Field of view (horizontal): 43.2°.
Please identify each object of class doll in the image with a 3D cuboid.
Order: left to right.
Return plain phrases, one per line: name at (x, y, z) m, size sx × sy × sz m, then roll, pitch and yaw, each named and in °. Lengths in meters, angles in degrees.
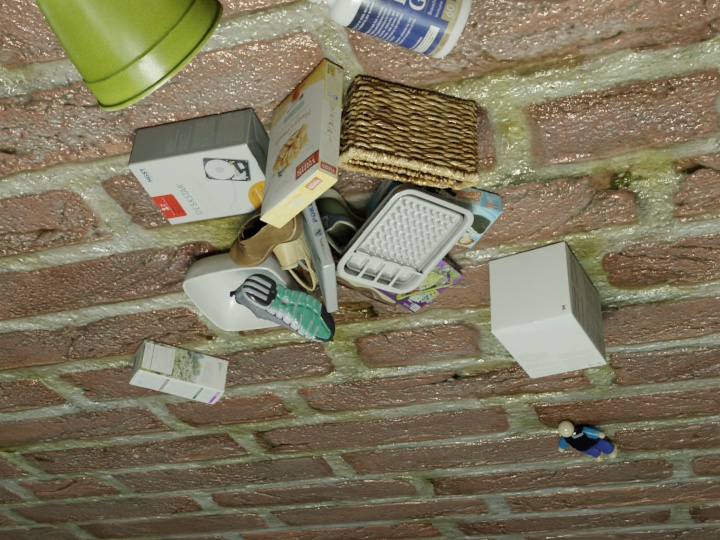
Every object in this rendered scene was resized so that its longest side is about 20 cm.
doll at (0.552, 0.424, 2.257) m, size 0.136 × 0.049 × 0.199 m, roll -26°, pitch 137°, yaw 34°

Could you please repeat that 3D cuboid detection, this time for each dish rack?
dish rack at (0.068, -0.055, 1.463) m, size 0.170 × 0.044 × 0.200 m, roll 17°, pitch 128°, yaw -35°

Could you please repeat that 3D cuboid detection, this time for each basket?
basket at (0.062, -0.166, 1.322) m, size 0.198 × 0.150 × 0.143 m, roll 10°, pitch 146°, yaw -12°

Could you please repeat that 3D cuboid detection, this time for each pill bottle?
pill bottle at (0.027, -0.339, 1.098) m, size 0.198 × 0.112 × 0.111 m, roll 14°, pitch 145°, yaw -17°

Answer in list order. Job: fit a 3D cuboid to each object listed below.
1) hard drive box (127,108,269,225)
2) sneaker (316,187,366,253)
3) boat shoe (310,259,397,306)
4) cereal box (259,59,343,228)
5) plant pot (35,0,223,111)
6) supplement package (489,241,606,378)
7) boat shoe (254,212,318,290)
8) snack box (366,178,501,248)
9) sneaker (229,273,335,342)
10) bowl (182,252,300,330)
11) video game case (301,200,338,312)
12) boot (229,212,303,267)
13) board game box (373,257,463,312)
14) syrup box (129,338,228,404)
hard drive box at (-0.234, -0.159, 1.422) m, size 0.198 × 0.078 × 0.156 m, roll -8°, pitch 144°, yaw 16°
sneaker at (-0.014, -0.052, 1.544) m, size 0.067 × 0.091 × 0.200 m, roll -28°, pitch 137°, yaw 24°
boat shoe at (-0.004, -0.001, 1.650) m, size 0.201 × 0.076 × 0.074 m, roll 25°, pitch 174°, yaw -40°
cereal box at (-0.081, -0.177, 1.270) m, size 0.039 × 0.202 × 0.144 m, roll 24°, pitch 141°, yaw -29°
plant pot at (-0.301, -0.332, 1.086) m, size 0.199 × 0.202 × 0.193 m, roll -19°, pitch 129°, yaw 29°
supplement package at (0.342, 0.077, 1.660) m, size 0.150 × 0.152 × 0.200 m, roll -15°, pitch 143°, yaw 26°
boat shoe at (-0.122, -0.036, 1.594) m, size 0.071 × 0.077 × 0.200 m, roll -13°, pitch 141°, yaw 28°
snack box at (0.121, -0.103, 1.512) m, size 0.198 × 0.037 × 0.116 m, roll 13°, pitch 147°, yaw -15°
sneaker at (-0.139, 0.071, 1.647) m, size 0.199 × 0.075 × 0.087 m, roll 34°, pitch 150°, yaw -23°
bowl at (-0.213, 0.028, 1.702) m, size 0.197 × 0.075 × 0.200 m, roll -9°, pitch 145°, yaw 17°
video game case at (-0.072, -0.050, 1.450) m, size 0.022 × 0.184 × 0.200 m, roll -16°, pitch 159°, yaw -7°
boot at (-0.176, -0.056, 1.484) m, size 0.075 × 0.075 × 0.199 m, roll -2°, pitch 164°, yaw -36°
board game box at (0.089, 0.004, 1.610) m, size 0.119 × 0.033 × 0.200 m, roll -33°, pitch 146°, yaw 18°
syrup box at (-0.398, 0.225, 2.006) m, size 0.198 × 0.080 × 0.081 m, roll 18°, pitch 143°, yaw -22°
